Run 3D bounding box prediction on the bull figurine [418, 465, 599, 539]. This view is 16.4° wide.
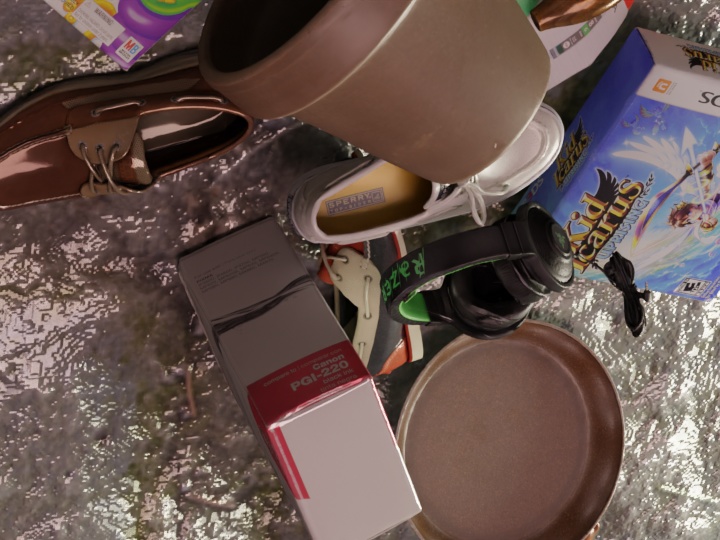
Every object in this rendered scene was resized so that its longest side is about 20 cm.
[{"bbox_3d":[0.106,0.192,1.988,0.199,0.065,0.122,-7,131,-16],"label":"bull figurine"}]

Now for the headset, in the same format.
[{"bbox_3d":[0.111,0.013,1.747,0.199,0.094,0.123,-6,159,-32],"label":"headset"}]

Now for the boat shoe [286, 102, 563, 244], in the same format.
[{"bbox_3d":[0.052,-0.065,1.687,0.201,0.086,0.075,-16,103,-11],"label":"boat shoe"}]

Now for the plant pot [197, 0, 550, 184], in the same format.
[{"bbox_3d":[0.024,-0.150,1.582,0.174,0.200,0.200,37,105,-26],"label":"plant pot"}]

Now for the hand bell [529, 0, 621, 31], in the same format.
[{"bbox_3d":[0.205,-0.214,1.692,0.199,0.104,0.104,-26,131,-4],"label":"hand bell"}]

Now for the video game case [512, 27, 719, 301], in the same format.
[{"bbox_3d":[0.230,-0.072,1.824,0.181,0.046,0.200,11,129,-29],"label":"video game case"}]

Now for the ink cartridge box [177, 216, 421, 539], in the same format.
[{"bbox_3d":[-0.044,0.080,1.746,0.085,0.200,0.146,-27,131,-8],"label":"ink cartridge box"}]

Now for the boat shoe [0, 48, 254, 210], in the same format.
[{"bbox_3d":[-0.163,-0.086,1.652,0.199,0.072,0.076,-23,131,-6],"label":"boat shoe"}]

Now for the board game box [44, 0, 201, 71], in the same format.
[{"bbox_3d":[-0.117,-0.242,1.534,0.200,0.105,0.103,-42,130,10],"label":"board game box"}]

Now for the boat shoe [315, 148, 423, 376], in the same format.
[{"bbox_3d":[0.000,0.000,1.795,0.062,0.071,0.200,-18,134,-7],"label":"boat shoe"}]

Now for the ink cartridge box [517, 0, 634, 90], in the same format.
[{"bbox_3d":[0.144,-0.218,1.704,0.200,0.050,0.161,-30,131,3],"label":"ink cartridge box"}]

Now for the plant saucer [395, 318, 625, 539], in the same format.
[{"bbox_3d":[0.110,0.135,1.921,0.199,0.032,0.201,-3,98,-24],"label":"plant saucer"}]
